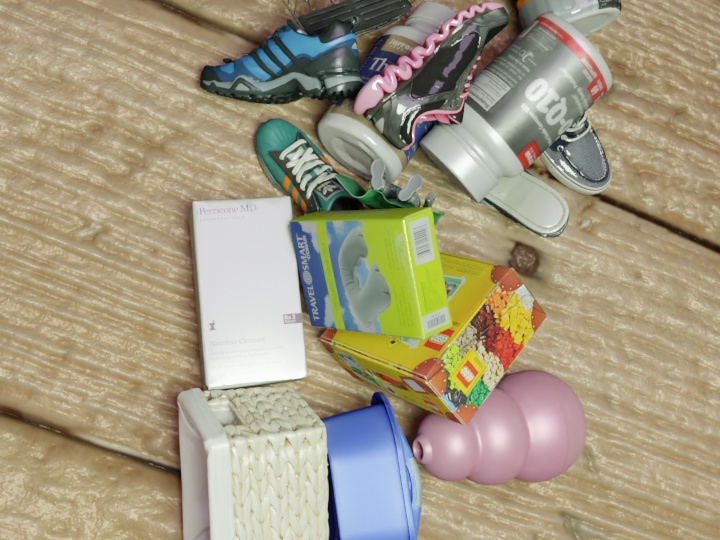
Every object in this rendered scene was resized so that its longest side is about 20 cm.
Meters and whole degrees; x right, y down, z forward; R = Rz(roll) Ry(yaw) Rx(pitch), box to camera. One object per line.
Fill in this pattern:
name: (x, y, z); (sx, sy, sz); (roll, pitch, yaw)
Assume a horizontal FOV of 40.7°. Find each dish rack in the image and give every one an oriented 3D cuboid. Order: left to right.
dish rack: (-0.037, -0.353, 1.129); (0.153, 0.055, 0.200); (-24, 65, -16)

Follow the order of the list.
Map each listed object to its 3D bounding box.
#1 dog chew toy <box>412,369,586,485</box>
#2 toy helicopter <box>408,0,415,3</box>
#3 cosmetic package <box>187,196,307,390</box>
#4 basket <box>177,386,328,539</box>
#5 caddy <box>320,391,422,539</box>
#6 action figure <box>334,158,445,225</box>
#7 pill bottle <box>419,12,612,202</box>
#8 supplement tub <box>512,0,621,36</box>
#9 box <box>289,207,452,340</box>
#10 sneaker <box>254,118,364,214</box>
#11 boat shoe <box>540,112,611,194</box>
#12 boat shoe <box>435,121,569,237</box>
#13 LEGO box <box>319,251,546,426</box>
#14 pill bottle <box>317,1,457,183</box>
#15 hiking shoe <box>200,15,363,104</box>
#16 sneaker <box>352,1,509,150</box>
dog chew toy: (0.148, 0.179, 1.068); (0.199, 0.124, 0.125); (-6, 82, -26)
toy helicopter: (0.061, -0.424, 1.197); (0.132, 0.079, 0.201); (1, 91, -23)
cosmetic package: (-0.124, 0.025, 1.057); (0.112, 0.081, 0.201); (-6, 83, -13)
basket: (-0.107, 0.226, 0.973); (0.123, 0.136, 0.201); (-5, 107, -22)
caddy: (0.014, 0.231, 1.028); (0.104, 0.141, 0.201); (-7, 83, -10)
action figure: (0.043, -0.073, 1.061); (0.118, 0.200, 0.055); (25, 86, 8)
pill bottle: (0.170, -0.177, 1.081); (0.200, 0.114, 0.114); (-44, 93, 3)
supplement tub: (0.234, -0.387, 1.197); (0.122, 0.123, 0.201); (-16, 84, -16)
box: (0.000, 0.000, 0.995); (0.048, 0.200, 0.123); (-20, 104, -39)
sneaker: (-0.044, -0.094, 1.097); (0.071, 0.080, 0.200); (-37, 91, -17)
boat shoe: (0.249, -0.183, 1.181); (0.075, 0.093, 0.200); (-41, 92, -17)
boat shoe: (0.165, -0.110, 1.160); (0.200, 0.062, 0.075); (36, 85, 14)
LEGO box: (0.072, 0.060, 1.033); (0.149, 0.200, 0.077); (-50, 121, -16)
pill bottle: (0.047, -0.209, 1.124); (0.111, 0.111, 0.200); (35, 74, -6)
hiking shoe: (-0.087, -0.232, 1.079); (0.199, 0.074, 0.087); (2, 93, 22)
sneaker: (0.090, -0.204, 1.037); (0.200, 0.079, 0.095); (-39, 88, -6)
